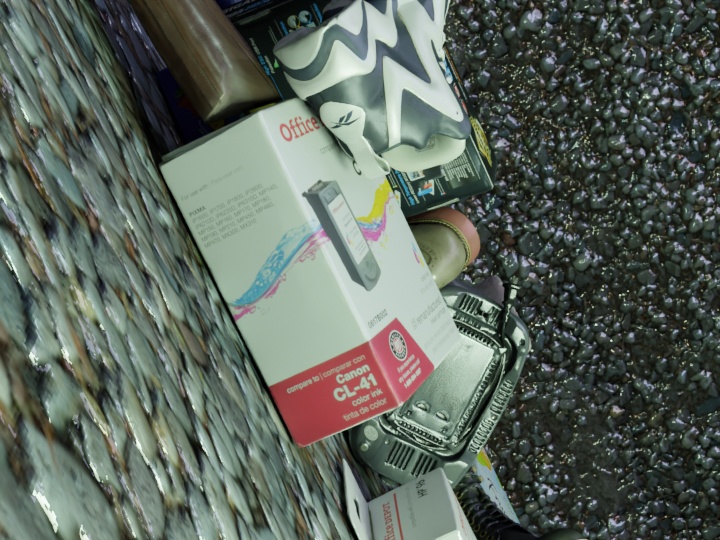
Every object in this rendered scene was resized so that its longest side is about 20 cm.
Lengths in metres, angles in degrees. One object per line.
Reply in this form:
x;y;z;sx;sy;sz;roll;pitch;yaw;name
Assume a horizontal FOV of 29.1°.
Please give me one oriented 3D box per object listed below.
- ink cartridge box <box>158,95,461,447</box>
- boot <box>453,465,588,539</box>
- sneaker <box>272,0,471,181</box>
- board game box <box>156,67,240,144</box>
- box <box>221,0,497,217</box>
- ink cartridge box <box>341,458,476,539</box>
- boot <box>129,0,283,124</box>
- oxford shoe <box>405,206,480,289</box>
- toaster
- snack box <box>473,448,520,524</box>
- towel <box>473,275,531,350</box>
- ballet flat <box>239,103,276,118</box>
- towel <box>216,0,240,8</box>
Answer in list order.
-0.027;-0.009;0.901;0.201;0.085;0.148;65;25;-6;ink cartridge box
0.106;0.207;1.134;0.200;0.077;0.140;-43;-124;51;boot
0.032;-0.130;0.918;0.130;0.079;0.199;62;33;-15;sneaker
-0.081;-0.054;1.061;0.201;0.044;0.134;65;3;13;board game box
-0.003;-0.130;1.061;0.201;0.158;0.046;62;23;-25;box
0.059;0.224;0.990;0.201;0.067;0.116;63;3;-14;ink cartridge box
-0.119;-0.180;0.910;0.200;0.064;0.186;49;18;-2;boot
0.000;0.000;1.120;0.071;0.199;0.075;57;45;-16;oxford shoe
0.060;0.079;1.167;0.113;0.201;0.129;25;6;-13;toaster
0.120;0.280;1.339;0.200;0.067;0.170;-91;156;-64;snack box
0.094;0.105;1.432;0.032;0.191;0.200;40;11;-14;towel
-0.020;-0.049;1.013;0.201;0.067;0.067;64;4;-1;ballet flat
-0.127;-0.233;1.443;0.148;0.049;0.202;-113;-176;-69;towel
